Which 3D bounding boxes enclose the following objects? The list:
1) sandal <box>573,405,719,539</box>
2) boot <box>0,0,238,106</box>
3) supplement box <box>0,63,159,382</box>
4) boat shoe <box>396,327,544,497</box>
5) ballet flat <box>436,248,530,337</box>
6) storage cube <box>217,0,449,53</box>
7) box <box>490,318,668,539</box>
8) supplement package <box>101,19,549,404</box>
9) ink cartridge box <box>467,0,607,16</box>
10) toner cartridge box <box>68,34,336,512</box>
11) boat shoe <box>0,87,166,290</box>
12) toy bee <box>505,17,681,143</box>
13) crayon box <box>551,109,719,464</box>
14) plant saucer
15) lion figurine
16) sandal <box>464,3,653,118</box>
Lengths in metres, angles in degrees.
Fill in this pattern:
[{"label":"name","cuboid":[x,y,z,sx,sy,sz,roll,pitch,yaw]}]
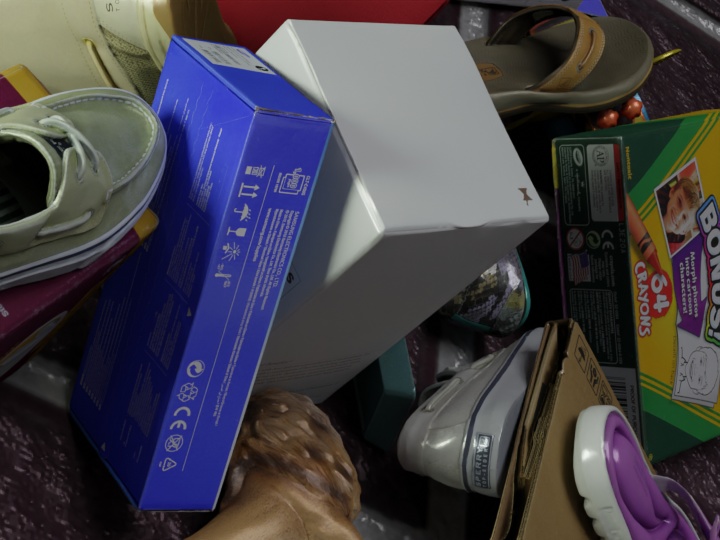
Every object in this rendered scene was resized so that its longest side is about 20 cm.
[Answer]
[{"label":"sandal","cuboid":[0.172,0.148,0.990,0.203,0.050,0.083,50,40,-42]},{"label":"boot","cuboid":[-0.147,-0.104,0.953,0.155,0.200,0.073,4,68,9]},{"label":"supplement box","cuboid":[-0.203,0.014,0.781,0.103,0.131,0.200,49,41,0]},{"label":"boat shoe","cuboid":[0.069,0.076,1.024,0.070,0.071,0.200,7,17,17]},{"label":"ballet flat","cuboid":[0.052,-0.051,1.113,0.072,0.072,0.201,13,50,-35]},{"label":"storage cube","cuboid":[-0.060,-0.197,1.035,0.200,0.180,0.171,28,44,-22]},{"label":"box","cuboid":[0.133,0.153,0.994,0.200,0.021,0.164,59,34,-34]},{"label":"supplement package","cuboid":[-0.027,-0.022,0.913,0.121,0.200,0.120,-5,64,-45]},{"label":"ink cartridge box","cuboid":[0.097,-0.286,1.351,0.200,0.043,0.199,-1,60,-44]},{"label":"toner cartridge box","cuboid":[-0.078,0.002,0.834,0.043,0.200,0.095,5,24,-32]},{"label":"boat shoe","cuboid":[-0.136,-0.031,0.729,0.072,0.062,0.200,51,39,-1]},{"label":"toy bee","cuboid":[0.169,-0.108,1.212,0.131,0.109,0.200,-44,70,-11]},{"label":"crayon box","cuboid":[0.199,0.005,1.137,0.172,0.058,0.201,-14,101,-46]},{"label":"plant saucer","cuboid":[0.000,0.000,1.029,0.019,0.070,0.200,-1,58,-14]},{"label":"lion figurine","cuboid":[-0.059,0.141,0.860,0.123,0.072,0.200,50,42,4]},{"label":"sandal","cuboid":[0.113,-0.138,1.129,0.200,0.054,0.080,-12,44,-35]}]
